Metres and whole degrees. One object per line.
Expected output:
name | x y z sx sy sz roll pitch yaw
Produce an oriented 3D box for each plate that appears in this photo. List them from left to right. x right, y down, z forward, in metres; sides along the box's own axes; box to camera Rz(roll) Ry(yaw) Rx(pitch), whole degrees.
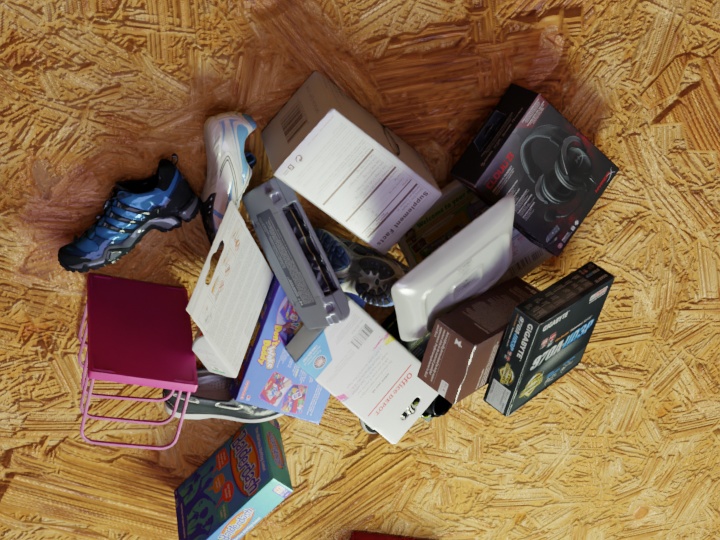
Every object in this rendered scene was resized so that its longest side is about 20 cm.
plate | 0.130 0.007 1.637 0.199 0.032 0.200 -37 158 -9

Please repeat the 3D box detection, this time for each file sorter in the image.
file sorter | -0.303 0.123 1.666 0.137 0.201 0.127 9 124 -19

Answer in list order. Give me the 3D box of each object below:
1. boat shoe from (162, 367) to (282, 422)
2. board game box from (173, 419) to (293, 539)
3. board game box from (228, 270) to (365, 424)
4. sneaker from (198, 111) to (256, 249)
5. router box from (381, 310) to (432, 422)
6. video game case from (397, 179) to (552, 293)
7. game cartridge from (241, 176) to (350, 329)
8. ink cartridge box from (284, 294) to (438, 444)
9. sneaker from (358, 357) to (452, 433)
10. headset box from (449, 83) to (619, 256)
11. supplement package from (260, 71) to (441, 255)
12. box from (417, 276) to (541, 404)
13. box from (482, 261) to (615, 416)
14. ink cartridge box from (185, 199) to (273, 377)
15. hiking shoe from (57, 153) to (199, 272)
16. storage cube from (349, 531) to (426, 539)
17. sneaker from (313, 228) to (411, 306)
boat shoe | -0.184 0.174 1.798 0.197 0.076 0.061 -5 142 -12
board game box | -0.191 0.326 1.854 0.200 0.153 0.045 -43 122 15
board game box | -0.087 0.101 1.759 0.133 0.045 0.202 19 97 -24
sneaker | -0.170 -0.111 1.624 0.071 0.072 0.202 -6 128 -22
router box | 0.108 0.109 1.840 0.149 0.062 0.200 35 109 -29
video game case | 0.156 -0.041 1.731 0.199 0.022 0.183 -34 118 -12
game cartridge | -0.086 -0.021 1.635 0.041 0.133 0.202 -28 95 -25
ink cartridge box | 0.006 0.134 1.739 0.200 0.068 0.115 43 88 -24
sneaker | 0.083 0.179 1.789 0.199 0.083 0.072 -35 123 11
headset box | 0.227 -0.139 1.676 0.199 0.077 0.150 37 90 -32
supplement package | -0.012 -0.137 1.615 0.199 0.117 0.117 35 107 -31
box | 0.171 0.092 1.699 0.199 0.075 0.101 -25 141 -48
box | 0.257 0.091 1.710 0.199 0.046 0.161 -26 140 -46
ink cartridge box | -0.181 0.024 1.618 0.049 0.163 0.201 9 154 21
hiking shoe | -0.309 -0.073 1.620 0.198 0.074 0.087 -29 118 -6
storage cube | 0.056 0.559 2.052 0.197 0.181 0.173 10 120 -21
sneaker | 0.000 0.000 1.680 0.085 0.199 0.078 1 110 -48
